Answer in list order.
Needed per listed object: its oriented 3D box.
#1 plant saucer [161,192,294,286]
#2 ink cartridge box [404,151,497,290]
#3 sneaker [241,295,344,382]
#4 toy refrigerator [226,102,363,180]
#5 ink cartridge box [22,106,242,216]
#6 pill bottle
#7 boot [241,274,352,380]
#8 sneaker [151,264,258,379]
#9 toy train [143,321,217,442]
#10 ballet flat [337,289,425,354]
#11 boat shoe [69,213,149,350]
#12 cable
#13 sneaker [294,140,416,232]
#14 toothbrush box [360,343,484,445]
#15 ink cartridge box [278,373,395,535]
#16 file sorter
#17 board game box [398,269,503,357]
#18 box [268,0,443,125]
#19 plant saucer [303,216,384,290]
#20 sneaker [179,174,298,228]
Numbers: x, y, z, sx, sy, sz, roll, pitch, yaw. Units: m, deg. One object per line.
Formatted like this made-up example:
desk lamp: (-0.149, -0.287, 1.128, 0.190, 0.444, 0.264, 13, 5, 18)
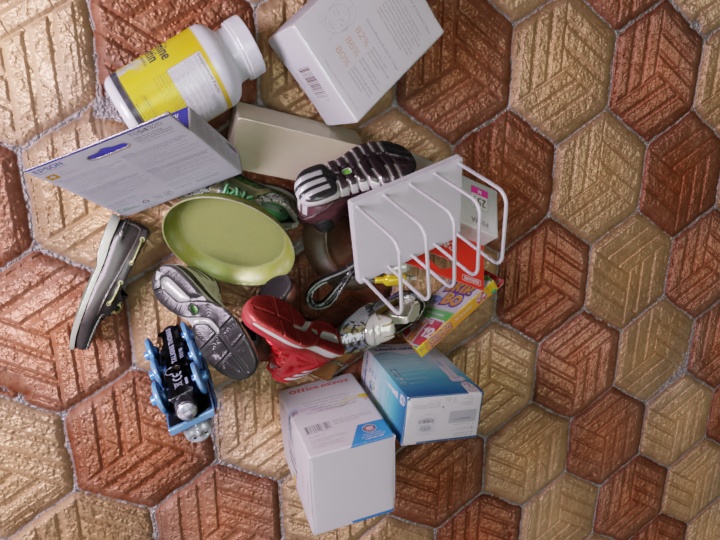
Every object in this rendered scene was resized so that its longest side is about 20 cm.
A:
plant saucer: (-0.188, -0.048, 0.860, 0.192, 0.032, 0.203, 5, 143, 4)
ink cartridge box: (0.145, -0.080, 0.984, 0.195, 0.043, 0.179, 18, 62, -26)
sneaker: (-0.119, 0.117, 0.866, 0.115, 0.080, 0.198, -40, 135, 19)
toy refrigerator: (-0.099, -0.185, 0.884, 0.194, 0.071, 0.078, 7, 122, -24)
ink cartridge box: (-0.274, -0.140, 0.741, 0.190, 0.200, 0.045, -18, 76, 8)
pill bottle: (-0.230, -0.254, 0.792, 0.197, 0.112, 0.114, -35, 116, -9)
boot: (-0.085, 0.103, 0.952, 0.195, 0.070, 0.190, 21, 123, -24)
sneaker: (-0.211, 0.065, 0.880, 0.075, 0.115, 0.201, -42, 89, 11)
toy train: (-0.258, 0.163, 0.866, 0.085, 0.200, 0.117, -24, 125, -12)
ballet flat: (0.043, 0.083, 0.986, 0.198, 0.071, 0.075, -26, 118, -43)
boat shoe: (-0.362, 0.025, 0.847, 0.059, 0.072, 0.207, 19, 99, -25)
cable: (0.000, 0.000, 0.956, 0.194, 0.050, 0.100, -20, 115, -15)
sneaker: (-0.014, -0.120, 0.886, 0.194, 0.077, 0.117, -18, 155, -22)
toothbrush box: (0.098, 0.203, 1.016, 0.141, 0.200, 0.088, 0, 108, -22)
ink cartridge box: (-0.044, 0.296, 0.987, 0.142, 0.200, 0.150, -9, 112, -18)
file sorter: (0.098, -0.049, 0.848, 0.195, 0.124, 0.142, -24, 131, -21)
board game box: (0.159, 0.063, 1.054, 0.198, 0.095, 0.030, -38, 116, -7)
box: (-0.005, -0.335, 0.843, 0.200, 0.106, 0.153, -47, 117, -14)
plant saucer: (0.001, -0.060, 0.987, 0.194, 0.037, 0.208, -7, 109, -20)
sneaker: (-0.172, -0.104, 0.874, 0.194, 0.088, 0.079, 11, 102, -24)
